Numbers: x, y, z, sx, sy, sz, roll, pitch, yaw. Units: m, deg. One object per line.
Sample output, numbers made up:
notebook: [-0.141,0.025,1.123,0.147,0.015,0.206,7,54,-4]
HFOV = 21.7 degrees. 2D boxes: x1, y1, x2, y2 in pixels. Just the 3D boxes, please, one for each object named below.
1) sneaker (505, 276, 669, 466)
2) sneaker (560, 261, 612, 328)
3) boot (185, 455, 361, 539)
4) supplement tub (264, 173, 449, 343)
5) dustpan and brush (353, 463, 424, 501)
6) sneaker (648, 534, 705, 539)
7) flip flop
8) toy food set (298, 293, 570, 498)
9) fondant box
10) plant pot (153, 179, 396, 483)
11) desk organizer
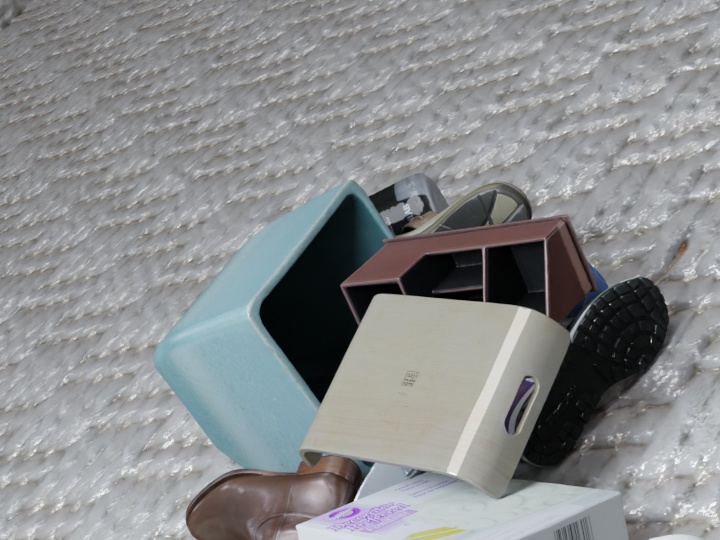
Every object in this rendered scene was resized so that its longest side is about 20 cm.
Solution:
sneaker: [0.165,0.075,1.531,0.200,0.076,0.088,-43,20,-26]
sneaker: [0.149,0.010,1.670,0.076,0.077,0.200,-46,25,-28]
boot: [-0.094,0.246,1.520,0.186,0.064,0.200,-25,29,32]
supplement tub: [0.000,0.000,1.814,0.200,0.123,0.123,-26,23,12]
dustpan and brush: [0.049,0.130,1.552,0.140,0.057,0.200,-50,-10,16]
sneaker: [0.155,0.249,1.212,0.200,0.077,0.082,-34,39,9]
flip flop: [0.072,-0.026,1.704,0.200,0.081,0.058,-33,19,30]
toy food set: [0.055,0.097,1.435,0.200,0.060,0.144,4,59,44]
fondant box: [0.071,0.197,1.348,0.144,0.058,0.200,-17,10,-38]
plant pot: [-0.067,0.070,1.679,0.200,0.196,0.196,-16,27,42]
desk organizer: [0.087,0.013,1.561,0.200,0.072,0.077,-7,25,42]
